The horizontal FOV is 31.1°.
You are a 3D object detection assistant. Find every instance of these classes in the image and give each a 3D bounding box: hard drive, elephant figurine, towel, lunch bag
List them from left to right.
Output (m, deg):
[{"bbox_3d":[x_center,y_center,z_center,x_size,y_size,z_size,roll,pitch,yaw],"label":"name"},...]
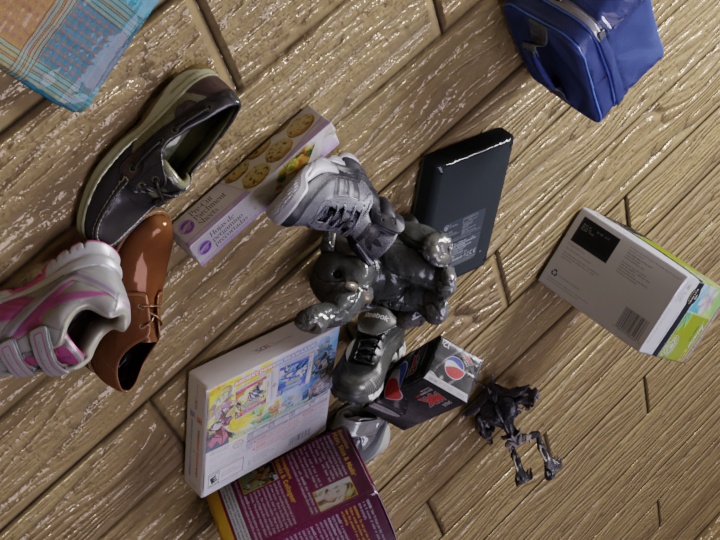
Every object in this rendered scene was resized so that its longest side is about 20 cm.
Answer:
[{"bbox_3d":[-0.253,-0.223,1.048,0.147,0.022,0.200,-54,147,3],"label":"towel"},{"bbox_3d":[0.000,0.000,1.483,0.199,0.155,0.142,0,88,-21],"label":"elephant figurine"},{"bbox_3d":[0.121,-0.073,1.632,0.139,0.033,0.201,-23,138,-36],"label":"hard drive"},{"bbox_3d":[0.254,-0.274,1.503,0.132,0.136,0.200,-48,147,-5],"label":"lunch bag"}]

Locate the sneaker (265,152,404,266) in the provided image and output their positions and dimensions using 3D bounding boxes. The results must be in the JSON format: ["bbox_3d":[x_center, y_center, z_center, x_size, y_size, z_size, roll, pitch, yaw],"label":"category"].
[{"bbox_3d":[-0.018,-0.058,1.352,0.075,0.114,0.200,-46,174,23],"label":"sneaker"}]

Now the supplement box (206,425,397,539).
[{"bbox_3d":[-0.075,0.305,1.609,0.199,0.131,0.103,-24,127,-5],"label":"supplement box"}]

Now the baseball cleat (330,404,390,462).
[{"bbox_3d":[-0.041,0.247,1.728,0.200,0.070,0.107,-42,140,-31],"label":"baseball cleat"}]

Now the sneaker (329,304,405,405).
[{"bbox_3d":[0.012,0.093,1.596,0.200,0.066,0.091,-48,148,-62],"label":"sneaker"}]

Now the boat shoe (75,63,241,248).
[{"bbox_3d":[-0.187,-0.099,1.205,0.201,0.066,0.072,-52,150,3],"label":"boat shoe"}]

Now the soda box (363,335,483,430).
[{"bbox_3d":[0.077,0.147,1.655,0.063,0.071,0.200,-66,-168,-25],"label":"soda box"}]

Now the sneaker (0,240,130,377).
[{"bbox_3d":[-0.298,0.059,1.190,0.200,0.088,0.081,-35,146,-1],"label":"sneaker"}]

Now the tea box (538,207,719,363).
[{"bbox_3d":[0.409,0.024,1.919,0.196,0.200,0.134,14,111,-54],"label":"tea box"}]

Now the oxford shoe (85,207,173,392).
[{"bbox_3d":[-0.218,0.032,1.292,0.071,0.071,0.201,-7,126,-45],"label":"oxford shoe"}]

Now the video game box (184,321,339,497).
[{"bbox_3d":[-0.120,0.159,1.554,0.200,0.047,0.183,-25,141,-35],"label":"video game box"}]

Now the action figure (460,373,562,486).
[{"bbox_3d":[0.231,0.235,2.001,0.119,0.102,0.200,-26,106,10],"label":"action figure"}]

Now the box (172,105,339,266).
[{"bbox_3d":[-0.108,-0.089,1.334,0.200,0.041,0.039,-42,147,-12],"label":"box"}]
